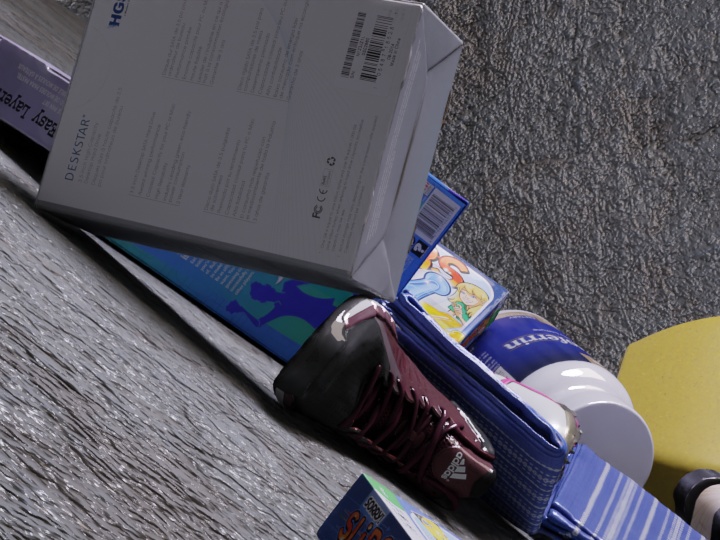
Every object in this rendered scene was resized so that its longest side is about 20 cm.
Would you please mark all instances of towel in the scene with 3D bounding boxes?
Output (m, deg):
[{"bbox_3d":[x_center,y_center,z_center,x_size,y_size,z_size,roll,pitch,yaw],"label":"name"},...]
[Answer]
[{"bbox_3d":[0.212,0.205,1.519,0.200,0.024,0.145,39,20,3],"label":"towel"},{"bbox_3d":[0.066,0.092,1.364,0.145,0.024,0.200,41,-15,13],"label":"towel"}]

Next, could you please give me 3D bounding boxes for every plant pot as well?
[{"bbox_3d":[0.302,0.153,1.820,0.200,0.196,0.194,11,-40,17],"label":"plant pot"}]

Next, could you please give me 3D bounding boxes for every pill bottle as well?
[{"bbox_3d":[0.144,0.112,1.706,0.116,0.116,0.200,36,3,-25],"label":"pill bottle"}]

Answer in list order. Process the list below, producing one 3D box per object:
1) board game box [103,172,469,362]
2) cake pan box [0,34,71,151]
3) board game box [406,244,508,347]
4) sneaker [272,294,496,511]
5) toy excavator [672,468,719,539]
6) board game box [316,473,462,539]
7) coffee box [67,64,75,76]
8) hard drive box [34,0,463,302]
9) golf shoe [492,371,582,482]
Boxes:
[{"bbox_3d":[-0.055,-0.041,1.360,0.200,0.152,0.045,37,2,-25],"label":"board game box"},{"bbox_3d":[-0.177,-0.089,1.459,0.200,0.052,0.184,31,1,34],"label":"cake pan box"},{"bbox_3d":[0.000,0.000,1.698,0.200,0.034,0.135,35,38,10],"label":"board game box"},{"bbox_3d":[0.027,0.080,1.222,0.115,0.076,0.200,41,3,14],"label":"sneaker"},{"bbox_3d":[0.334,0.259,1.671,0.200,0.195,0.100,8,11,-14],"label":"toy excavator"},{"bbox_3d":[0.066,0.157,0.833,0.135,0.034,0.200,36,3,-21],"label":"board game box"},{"bbox_3d":[-0.152,-0.102,1.852,0.200,0.080,0.113,35,3,-41],"label":"coffee box"},{"bbox_3d":[-0.062,-0.082,1.228,0.200,0.156,0.077,14,-6,22],"label":"hard drive box"},{"bbox_3d":[0.072,0.100,1.488,0.092,0.073,0.200,29,-5,-28],"label":"golf shoe"}]
